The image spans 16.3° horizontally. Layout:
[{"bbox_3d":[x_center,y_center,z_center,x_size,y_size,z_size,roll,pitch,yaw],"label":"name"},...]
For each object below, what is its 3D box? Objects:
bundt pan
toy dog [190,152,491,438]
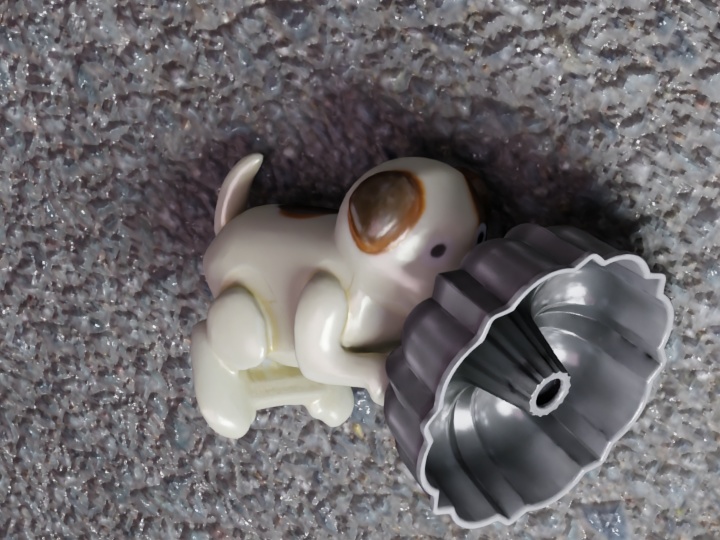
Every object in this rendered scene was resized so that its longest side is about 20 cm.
[{"bbox_3d":[0.094,0.056,1.546,0.076,0.201,0.203,41,135,38],"label":"bundt pan"},{"bbox_3d":[0.000,0.000,1.612,0.199,0.139,0.195,-27,65,39],"label":"toy dog"}]
